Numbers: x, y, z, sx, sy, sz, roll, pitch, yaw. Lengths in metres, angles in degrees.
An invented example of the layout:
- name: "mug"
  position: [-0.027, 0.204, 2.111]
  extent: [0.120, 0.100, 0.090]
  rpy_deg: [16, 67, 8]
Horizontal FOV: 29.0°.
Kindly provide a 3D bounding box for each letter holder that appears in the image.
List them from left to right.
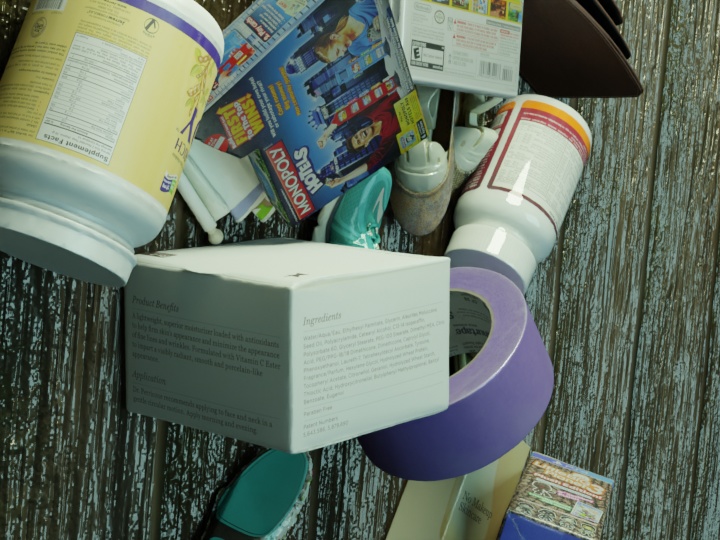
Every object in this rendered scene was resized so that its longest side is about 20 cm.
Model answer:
- name: "letter holder"
  position: [0.216, -0.273, 1.456]
  extent: [0.200, 0.141, 0.101]
  rpy_deg: [37, 68, -45]

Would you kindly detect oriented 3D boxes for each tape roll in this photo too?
- name: "tape roll"
  position: [0.074, 0.094, 1.300]
  extent: [0.200, 0.199, 0.085]
  rpy_deg: [-51, 131, -32]

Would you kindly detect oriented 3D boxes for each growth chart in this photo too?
- name: "growth chart"
  position: [-0.085, -0.115, 1.198]
  extent: [0.200, 0.018, 0.146]
  rpy_deg: [-42, 124, -27]

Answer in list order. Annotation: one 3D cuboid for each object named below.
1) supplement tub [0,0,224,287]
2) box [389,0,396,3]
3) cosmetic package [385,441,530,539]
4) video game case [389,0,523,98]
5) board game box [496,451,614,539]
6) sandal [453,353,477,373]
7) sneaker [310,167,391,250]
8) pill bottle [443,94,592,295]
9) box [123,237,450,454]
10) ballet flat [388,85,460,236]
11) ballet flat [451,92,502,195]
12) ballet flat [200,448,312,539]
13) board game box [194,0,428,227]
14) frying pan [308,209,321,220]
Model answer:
- name: "supplement tub"
  position: [-0.193, -0.104, 1.002]
  extent: [0.145, 0.144, 0.202]
  rpy_deg: [31, 73, -47]
- name: "box"
  position: [-0.002, -0.298, 1.239]
  extent: [0.199, 0.037, 0.138]
  rpy_deg: [-22, 93, -49]
- name: "cosmetic package"
  position: [0.097, 0.251, 1.447]
  extent: [0.105, 0.071, 0.202]
  rpy_deg: [38, 67, -46]
- name: "video game case"
  position: [0.092, -0.259, 1.286]
  extent: [0.199, 0.023, 0.184]
  rpy_deg: [-1, 96, -52]
- name: "board game box"
  position: [0.190, 0.305, 1.458]
  extent: [0.200, 0.096, 0.161]
  rpy_deg: [-31, 139, -73]
- name: "sandal"
  position: [0.136, 0.076, 1.472]
  extent: [0.080, 0.057, 0.203]
  rpy_deg: [-33, 115, -48]
- name: "sneaker"
  position: [0.000, 0.000, 1.277]
  extent: [0.077, 0.079, 0.202]
  rpy_deg: [5, 99, -52]
- name: "pill bottle"
  position: [0.160, -0.074, 1.433]
  extent: [0.110, 0.109, 0.201]
  rpy_deg: [51, 53, -40]
- name: "box"
  position: [-0.059, 0.052, 1.138]
  extent: [0.199, 0.198, 0.132]
  rpy_deg: [-9, 103, -48]
- name: "ballet flat"
  position: [0.061, -0.136, 1.345]
  extent: [0.067, 0.067, 0.202]
  rpy_deg: [32, 64, -79]
- name: "ballet flat"
  position: [0.109, -0.166, 1.399]
  extent: [0.068, 0.075, 0.202]
  rpy_deg: [11, 87, -50]
- name: "ballet flat"
  position: [-0.107, 0.243, 1.225]
  extent: [0.201, 0.075, 0.064]
  rpy_deg: [-56, 164, -22]
- name: "board game box"
  position: [-0.058, -0.142, 1.141]
  extent: [0.199, 0.062, 0.201]
  rpy_deg: [-33, 137, -11]
- name: "frying pan"
  position: [-0.005, -0.113, 1.313]
  extent: [0.189, 0.031, 0.116]
  rpy_deg: [-19, 111, -44]
